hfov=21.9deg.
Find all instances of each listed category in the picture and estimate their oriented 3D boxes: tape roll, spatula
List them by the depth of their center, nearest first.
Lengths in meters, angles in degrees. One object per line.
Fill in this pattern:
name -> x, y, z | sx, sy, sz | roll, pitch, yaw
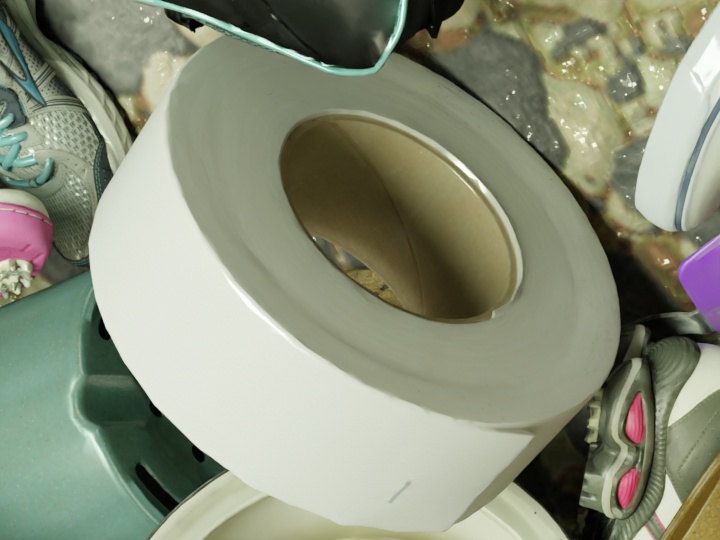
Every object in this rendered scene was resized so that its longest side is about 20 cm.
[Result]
tape roll -> 0.000, 0.000, 0.721 | 0.202, 0.202, 0.071 | 44, 127, 7
spatula -> 0.116, 0.029, 0.775 | 0.200, 0.021, 0.057 | -30, 109, 40

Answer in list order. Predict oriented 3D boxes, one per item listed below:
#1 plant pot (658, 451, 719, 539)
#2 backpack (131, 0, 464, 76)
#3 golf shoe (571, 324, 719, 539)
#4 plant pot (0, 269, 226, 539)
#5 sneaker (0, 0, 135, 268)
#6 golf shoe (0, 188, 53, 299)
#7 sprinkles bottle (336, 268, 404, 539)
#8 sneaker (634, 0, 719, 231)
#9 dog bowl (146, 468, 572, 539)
plant pot -> 0.198, 0.148, 0.665 | 0.200, 0.186, 0.186 | 34, 126, 7
backpack -> -0.048, -0.182, 0.693 | 0.200, 0.153, 0.176 | 12, 118, 11
golf shoe -> 0.130, 0.115, 0.775 | 0.088, 0.077, 0.200 | 7, 129, 5
plant pot -> -0.148, 0.097, 0.875 | 0.196, 0.200, 0.200 | -26, 97, 30
sneaker -> -0.179, -0.084, 0.864 | 0.078, 0.086, 0.200 | -23, 99, 37
golf shoe -> -0.208, -0.025, 0.846 | 0.200, 0.075, 0.092 | -11, 69, 45
sprinkles bottle -> 0.004, 0.101, 0.850 | 0.068, 0.068, 0.200 | 12, 118, 27
sneaker -> 0.166, -0.083, 0.660 | 0.071, 0.073, 0.200 | 38, 126, 15
dog bowl -> -0.001, 0.169, 0.747 | 0.200, 0.200, 0.074 | 23, 150, 21
